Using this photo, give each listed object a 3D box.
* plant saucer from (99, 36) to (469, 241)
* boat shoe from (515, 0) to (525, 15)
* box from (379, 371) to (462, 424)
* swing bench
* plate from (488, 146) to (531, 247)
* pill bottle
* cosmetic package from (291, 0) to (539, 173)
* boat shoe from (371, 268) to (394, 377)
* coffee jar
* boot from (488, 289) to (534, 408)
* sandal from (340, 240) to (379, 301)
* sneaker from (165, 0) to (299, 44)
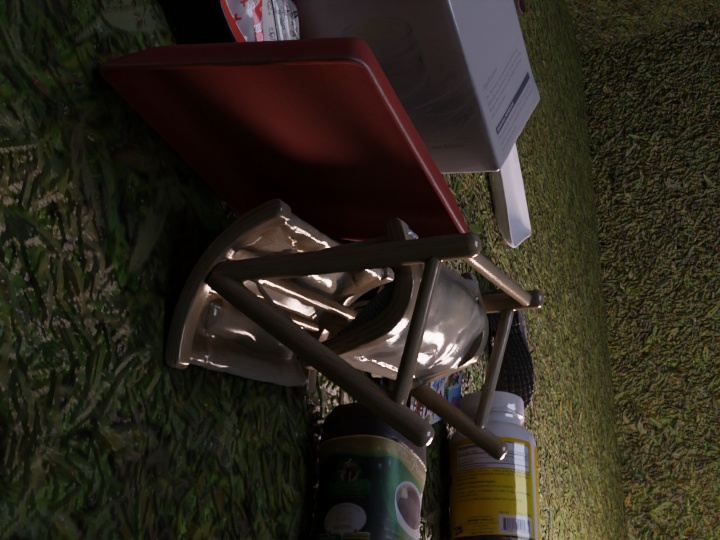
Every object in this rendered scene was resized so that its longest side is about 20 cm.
[{"bbox_3d":[-0.038,-0.084,0.553,0.200,0.196,0.037,50,54,-51],"label":"plant saucer"},{"bbox_3d":[0.350,-0.649,1.896,0.200,0.072,0.076,42,44,-57],"label":"boat shoe"},{"bbox_3d":[0.073,0.098,0.936,0.199,0.037,0.140,2,93,-68],"label":"box"},{"bbox_3d":[0.005,0.040,0.597,0.198,0.196,0.133,28,77,-63],"label":"swing bench"},{"bbox_3d":[0.276,-0.153,1.578,0.199,0.032,0.205,-25,104,-67],"label":"plate"},{"bbox_3d":[0.164,0.260,1.039,0.113,0.110,0.204,47,40,-54],"label":"pill bottle"},{"bbox_3d":[0.029,-0.200,0.741,0.124,0.196,0.203,-55,133,-38],"label":"cosmetic package"},{"bbox_3d":[0.045,0.001,0.797,0.074,0.061,0.206,64,27,-66],"label":"boat shoe"},{"bbox_3d":[0.004,0.217,0.695,0.105,0.084,0.204,51,37,-45],"label":"coffee jar"},{"bbox_3d":[0.255,0.129,1.379,0.131,0.068,0.206,14,73,-72],"label":"boot"},{"bbox_3d":[0.000,0.000,0.838,0.200,0.044,0.077,59,33,-72],"label":"sandal"},{"bbox_3d":[-0.102,-0.225,0.631,0.108,0.066,0.205,-63,142,-57],"label":"sneaker"}]
